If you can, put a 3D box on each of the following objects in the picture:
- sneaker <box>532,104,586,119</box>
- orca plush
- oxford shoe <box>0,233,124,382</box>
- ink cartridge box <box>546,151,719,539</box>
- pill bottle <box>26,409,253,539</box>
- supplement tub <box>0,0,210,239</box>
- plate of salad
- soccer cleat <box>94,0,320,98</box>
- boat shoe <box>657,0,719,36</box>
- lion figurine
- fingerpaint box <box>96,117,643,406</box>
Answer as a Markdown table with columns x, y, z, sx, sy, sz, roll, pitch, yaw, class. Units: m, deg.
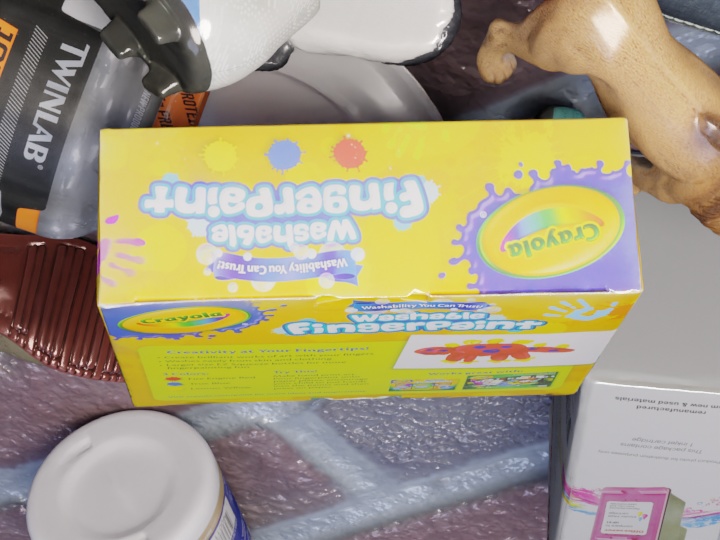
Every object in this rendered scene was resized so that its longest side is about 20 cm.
| x | y | z | sx | sy | sz | roll | pitch | yaw | class |
| --- | --- | --- | --- | --- | --- | --- | --- | --- | --- |
| 0.045 | -0.014 | 0.922 | 0.091 | 0.078 | 0.200 | 24 | 135 | -7 | sneaker |
| -0.046 | -0.137 | 0.790 | 0.199 | 0.106 | 0.071 | 11 | -178 | 12 | orca plush |
| -0.189 | 0.014 | 1.021 | 0.199 | 0.071 | 0.075 | 21 | 166 | -17 | oxford shoe |
| 0.142 | 0.060 | 0.932 | 0.084 | 0.145 | 0.201 | 5 | 141 | 2 | ink cartridge box |
| -0.123 | 0.191 | 1.164 | 0.119 | 0.120 | 0.201 | -2 | 139 | 13 | pill bottle |
| -0.168 | -0.090 | 0.817 | 0.199 | 0.123 | 0.123 | 19 | 140 | -5 | supplement tub |
| -0.035 | -0.044 | 0.900 | 0.199 | 0.048 | 0.201 | 13 | 123 | 21 | plate of salad |
| -0.095 | -0.149 | 0.739 | 0.200 | 0.086 | 0.070 | 48 | 153 | 20 | soccer cleat |
| 0.193 | -0.095 | 0.749 | 0.199 | 0.091 | 0.071 | 3 | 161 | -4 | boat shoe |
| 0.114 | -0.071 | 0.712 | 0.199 | 0.073 | 0.122 | 30 | 178 | -25 | lion figurine |
| 0.000 | 0.000 | 0.750 | 0.199 | 0.074 | 0.167 | -2 | 164 | -2 | fingerpaint box |
